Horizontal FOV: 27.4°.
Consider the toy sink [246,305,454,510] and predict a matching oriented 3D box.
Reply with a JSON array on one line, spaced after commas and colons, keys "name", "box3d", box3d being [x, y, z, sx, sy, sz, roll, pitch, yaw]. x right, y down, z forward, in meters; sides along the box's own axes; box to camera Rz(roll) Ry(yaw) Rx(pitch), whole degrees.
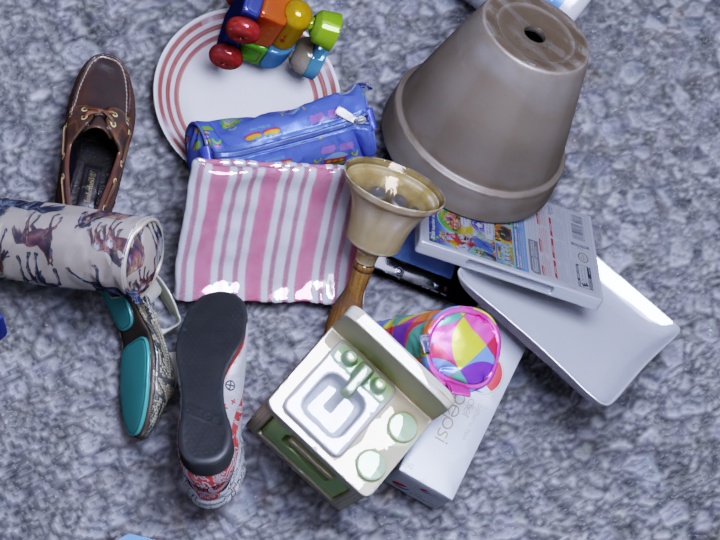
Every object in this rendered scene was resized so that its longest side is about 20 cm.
[{"name": "toy sink", "box3d": [-0.016, 0.136, 1.386, 0.130, 0.200, 0.112, 42, 69, -1]}]

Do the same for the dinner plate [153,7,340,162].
[{"name": "dinner plate", "box3d": [-0.118, -0.179, 1.543, 0.199, 0.024, 0.202, 4, 74, -13]}]

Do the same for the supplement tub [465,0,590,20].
[{"name": "supplement tub", "box3d": [0.159, -0.341, 1.604, 0.200, 0.132, 0.132, 37, 69, -2]}]

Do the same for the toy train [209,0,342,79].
[{"name": "toy train", "box3d": [-0.068, -0.253, 1.454, 0.115, 0.200, 0.085, 18, 71, -14]}]

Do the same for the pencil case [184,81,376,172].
[{"name": "pencil case", "box3d": [-0.076, -0.131, 1.484, 0.199, 0.087, 0.079, -15, 89, -17]}]

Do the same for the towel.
[{"name": "towel", "box3d": [-0.080, -0.035, 1.458, 0.199, 0.030, 0.147, 2, 111, -20]}]

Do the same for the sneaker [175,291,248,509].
[{"name": "sneaker", "box3d": [-0.142, 0.127, 1.418, 0.067, 0.108, 0.202, 0, 52, -1]}]

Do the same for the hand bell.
[{"name": "hand bell", "box3d": [0.000, 0.000, 1.451, 0.103, 0.201, 0.104, 17, 26, -9]}]

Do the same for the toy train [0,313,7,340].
[{"name": "toy train", "box3d": [-0.436, 0.080, 1.362, 0.116, 0.085, 0.200, 44, 69, 12]}]

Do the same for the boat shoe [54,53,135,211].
[{"name": "boat shoe", "box3d": [-0.261, -0.127, 1.468, 0.070, 0.070, 0.201, 7, 72, -11]}]

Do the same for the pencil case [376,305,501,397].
[{"name": "pencil case", "box3d": [0.058, 0.083, 1.420, 0.088, 0.200, 0.089, 3, 83, -22]}]

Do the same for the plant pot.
[{"name": "plant pot", "box3d": [0.142, -0.180, 1.498, 0.199, 0.174, 0.201, 14, 46, -15]}]

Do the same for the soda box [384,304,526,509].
[{"name": "soda box", "box3d": [0.099, 0.135, 1.486, 0.063, 0.068, 0.201, 29, 69, -4]}]

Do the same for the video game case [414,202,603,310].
[{"name": "video game case", "box3d": [0.150, -0.038, 1.515, 0.199, 0.018, 0.144, 18, 37, -12]}]

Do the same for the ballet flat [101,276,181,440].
[{"name": "ballet flat", "box3d": [-0.205, 0.062, 1.436, 0.075, 0.068, 0.201, -4, 73, -38]}]

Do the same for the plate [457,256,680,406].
[{"name": "plate", "box3d": [0.210, 0.041, 1.511, 0.199, 0.032, 0.200, 42, 38, 12]}]

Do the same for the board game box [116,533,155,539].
[{"name": "board game box", "box3d": [-0.174, 0.339, 1.376, 0.199, 0.039, 0.159, 15, 76, -5]}]

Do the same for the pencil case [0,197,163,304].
[{"name": "pencil case", "box3d": [-0.284, -0.018, 1.387, 0.199, 0.090, 0.078, 7, 30, 16]}]

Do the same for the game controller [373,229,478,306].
[{"name": "game controller", "box3d": [0.052, -0.038, 1.538, 0.199, 0.042, 0.105, 21, 70, -7]}]
